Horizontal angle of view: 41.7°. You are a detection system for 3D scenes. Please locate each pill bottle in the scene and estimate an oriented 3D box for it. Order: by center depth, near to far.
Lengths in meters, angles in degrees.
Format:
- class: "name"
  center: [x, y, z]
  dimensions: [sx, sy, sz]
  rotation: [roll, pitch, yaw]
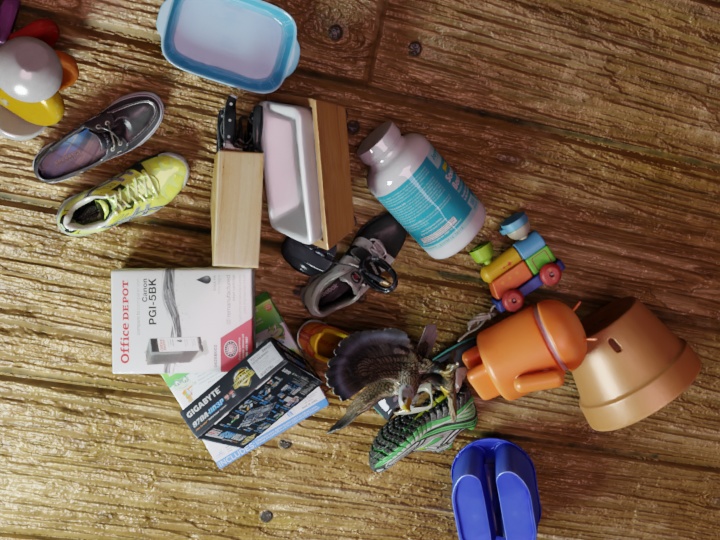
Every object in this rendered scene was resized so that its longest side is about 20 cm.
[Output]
- class: "pill bottle"
  center: [0.084, -0.120, 1.372]
  dimensions: [0.111, 0.111, 0.200]
  rotation: [-44, 110, 2]

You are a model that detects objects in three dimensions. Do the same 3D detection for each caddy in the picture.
- class: "caddy"
  center: [0.221, 0.373, 1.545]
  dimensions: [0.139, 0.105, 0.203]
  rotation: [-7, 108, 14]

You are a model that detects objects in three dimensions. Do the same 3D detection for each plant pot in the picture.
- class: "plant pot"
  center: [0.411, 0.135, 1.485]
  dimensions: [0.199, 0.200, 0.141]
  rotation: [-33, 93, -2]

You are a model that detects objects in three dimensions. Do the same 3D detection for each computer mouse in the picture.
- class: "computer mouse"
  center: [-0.033, -0.014, 1.352]
  dimensions: [0.059, 0.198, 0.034]
  rotation: [-64, 152, -18]

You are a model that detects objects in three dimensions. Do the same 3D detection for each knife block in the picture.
- class: "knife block"
  center: [-0.166, -0.128, 1.285]
  dimensions: [0.063, 0.202, 0.177]
  rotation: [2, 134, -13]

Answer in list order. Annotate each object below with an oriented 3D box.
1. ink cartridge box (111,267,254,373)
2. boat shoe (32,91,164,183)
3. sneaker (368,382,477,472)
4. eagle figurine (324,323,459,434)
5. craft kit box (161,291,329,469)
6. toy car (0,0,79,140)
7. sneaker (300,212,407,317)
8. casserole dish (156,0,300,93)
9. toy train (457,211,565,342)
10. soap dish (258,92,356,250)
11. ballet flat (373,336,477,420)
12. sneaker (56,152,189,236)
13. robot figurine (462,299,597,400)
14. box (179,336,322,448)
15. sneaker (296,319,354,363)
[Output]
- class: "ink cartridge box"
  center: [-0.248, 0.070, 1.334]
  dimensions: [0.196, 0.083, 0.150]
  rotation: [-1, 91, -4]
- class: "boat shoe"
  center: [-0.356, -0.178, 1.280]
  dimensions: [0.198, 0.066, 0.071]
  rotation: [-26, 109, -4]
- class: "sneaker"
  center: [0.103, 0.266, 1.499]
  dimensions: [0.198, 0.078, 0.086]
  rotation: [-30, 110, -4]
- class: "eagle figurine"
  center: [0.045, 0.159, 1.380]
  dimensions: [0.196, 0.151, 0.155]
  rotation: [-3, 90, 1]
- class: "craft kit box"
  center: [-0.178, 0.166, 1.428]
  dimensions: [0.198, 0.049, 0.199]
  rotation: [-29, 112, -4]
- class: "toy car"
  center: [-0.454, -0.276, 1.198]
  dimensions: [0.198, 0.175, 0.152]
  rotation: [28, 63, -18]
- class: "sneaker"
  center: [0.000, 0.000, 1.400]
  dimensions: [0.200, 0.089, 0.074]
  rotation: [-45, 108, 0]
- class: "casserole dish"
  center: [-0.180, -0.320, 1.296]
  dimensions: [0.197, 0.039, 0.123]
  rotation: [15, 101, -17]
- class: "toy train"
  center: [0.204, 0.008, 1.456]
  dimensions: [0.199, 0.085, 0.117]
  rotation: [-34, 98, 0]
- class: "soap dish"
  center: [-0.074, -0.144, 1.313]
  dimensions: [0.080, 0.157, 0.203]
  rotation: [-12, 108, -27]
- class: "ballet flat"
  center: [0.111, 0.177, 1.479]
  dimensions: [0.198, 0.073, 0.074]
  rotation: [-26, 109, -2]
- class: "sneaker"
  center: [-0.324, -0.097, 1.304]
  dimensions: [0.198, 0.076, 0.076]
  rotation: [-29, 108, -5]
- class: "robot figurine"
  center: [0.254, 0.120, 1.417]
  dimensions: [0.198, 0.144, 0.118]
  rotation: [-29, 87, 14]
- class: "box"
  center: [-0.145, 0.176, 1.320]
  dimensions: [0.158, 0.200, 0.046]
  rotation: [-40, 72, 0]
- class: "sneaker"
  center: [-0.004, 0.129, 1.430]
  dimensions: [0.198, 0.077, 0.074]
  rotation: [14, 97, -32]
